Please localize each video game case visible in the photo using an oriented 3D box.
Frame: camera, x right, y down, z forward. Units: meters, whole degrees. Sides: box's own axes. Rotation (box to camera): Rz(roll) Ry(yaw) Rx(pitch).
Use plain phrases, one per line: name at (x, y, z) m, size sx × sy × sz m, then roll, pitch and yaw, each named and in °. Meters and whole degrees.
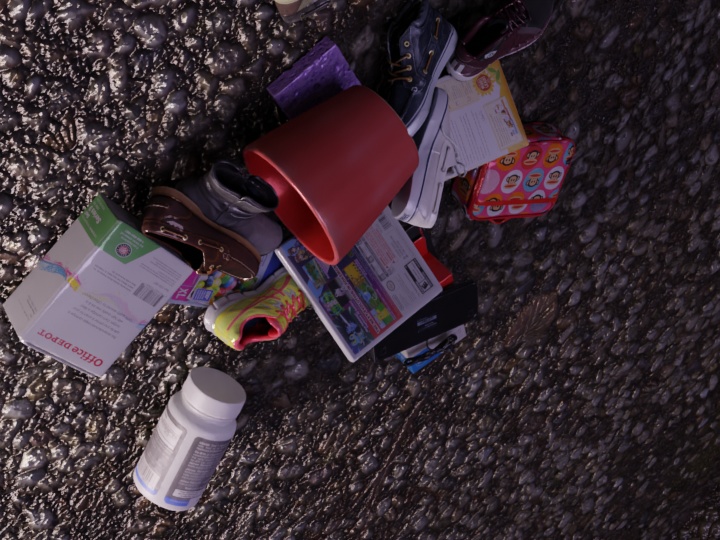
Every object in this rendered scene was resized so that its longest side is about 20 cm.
video game case at (0.000, 0.000, 1.462) m, size 0.182 × 0.023 × 0.201 m, roll -37°, pitch 99°, yaw -18°

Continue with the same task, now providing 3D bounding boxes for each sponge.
sponge at (-0.039, -0.222, 1.401) m, size 0.111 × 0.030 × 0.200 m, roll -42°, pitch 139°, yaw -3°

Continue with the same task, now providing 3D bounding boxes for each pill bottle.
pill bottle at (-0.260, 0.257, 1.529) m, size 0.113 × 0.114 × 0.201 m, roll 14°, pitch 112°, yaw -43°

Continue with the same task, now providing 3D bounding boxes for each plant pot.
plant pot at (-0.031, -0.139, 1.324) m, size 0.177 × 0.200 × 0.201 m, roll -41°, pitch 138°, yaw -13°

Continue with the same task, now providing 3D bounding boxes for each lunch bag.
lunch bag at (0.247, -0.154, 1.646) m, size 0.198 × 0.082 × 0.178 m, roll -6°, pitch 129°, yaw -33°

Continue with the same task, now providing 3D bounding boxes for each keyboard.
keyboard at (0.100, 0.093, 1.547) m, size 0.198 × 0.021 × 0.128 m, roll -21°, pitch 128°, yaw -21°

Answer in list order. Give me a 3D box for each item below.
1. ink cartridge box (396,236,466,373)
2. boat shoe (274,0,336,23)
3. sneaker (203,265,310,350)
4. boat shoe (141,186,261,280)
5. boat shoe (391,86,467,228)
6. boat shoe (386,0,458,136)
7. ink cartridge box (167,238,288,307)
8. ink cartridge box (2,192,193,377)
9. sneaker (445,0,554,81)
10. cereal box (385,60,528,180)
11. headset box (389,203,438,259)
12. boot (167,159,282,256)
ink cartridge box at (0.092, 0.056, 1.576) m, size 0.116 × 0.067 × 0.201 m, roll -34°, pitch 138°, yaw -13°
boat shoe at (-0.028, -0.383, 1.265) m, size 0.199 × 0.073 × 0.065 m, roll -30°, pitch 146°, yaw -12°
sneaker at (-0.123, 0.061, 1.449) m, size 0.199 × 0.090 × 0.079 m, roll -28°, pitch 134°, yaw -20°
boat shoe at (-0.211, -0.031, 1.312) m, size 0.199 × 0.070 × 0.071 m, roll 36°, pitch 52°, yaw -40°
boat shoe at (0.109, -0.154, 1.403) m, size 0.085 × 0.074 × 0.204 m, roll 21°, pitch 71°, yaw -24°
boat shoe at (0.062, -0.280, 1.384) m, size 0.091 × 0.070 × 0.202 m, roll 36°, pitch 71°, yaw -41°
ink cartridge box at (-0.186, -0.001, 1.447) m, size 0.199 × 0.042 × 0.120 m, roll 8°, pitch 116°, yaw -43°
ink cartridge box at (-0.344, 0.023, 1.305) m, size 0.200 × 0.087 × 0.145 m, roll -50°, pitch 137°, yaw 2°
sneaker at (0.214, -0.352, 1.428) m, size 0.200 × 0.076 × 0.116 m, roll -41°, pitch 180°, yaw -9°
cereal box at (0.143, -0.219, 1.486) m, size 0.198 × 0.039 × 0.145 m, roll -23°, pitch 96°, yaw -21°
headset box at (0.022, 0.003, 1.585) m, size 0.199 × 0.075 × 0.149 m, roll -36°, pitch 138°, yaw -10°
boot at (-0.151, -0.077, 1.332) m, size 0.199 × 0.131 × 0.071 m, roll 23°, pitch 65°, yaw -42°
